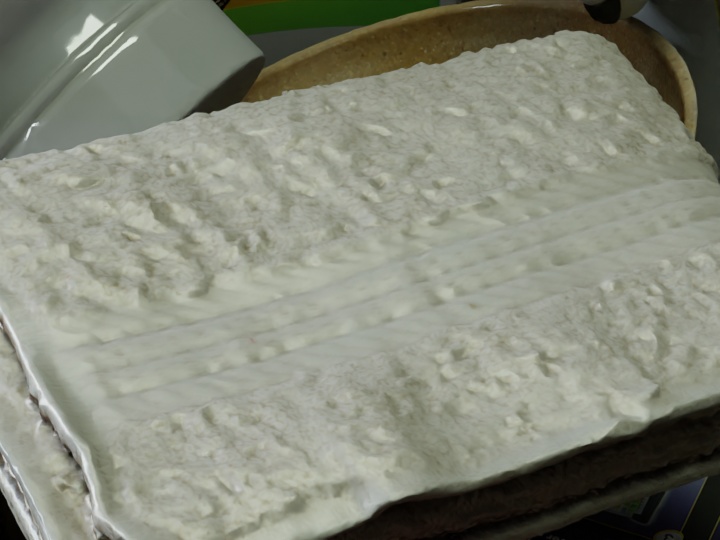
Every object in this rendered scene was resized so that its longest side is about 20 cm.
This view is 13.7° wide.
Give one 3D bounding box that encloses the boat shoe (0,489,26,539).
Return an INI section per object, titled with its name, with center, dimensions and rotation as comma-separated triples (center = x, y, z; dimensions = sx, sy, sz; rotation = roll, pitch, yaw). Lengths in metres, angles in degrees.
[boat shoe]
center = -0.109, 0.093, 0.706
dimensions = 0.065, 0.072, 0.200
rotation = -17, 28, 6

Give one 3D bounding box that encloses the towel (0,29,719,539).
[towel]
center = 0.004, 0.007, 0.668
dimensions = 0.200, 0.035, 0.133
rotation = -16, 48, -25

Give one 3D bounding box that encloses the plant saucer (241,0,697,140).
[plant saucer]
center = 0.000, 0.000, 0.794
dimensions = 0.200, 0.035, 0.200
rotation = -19, 32, 13

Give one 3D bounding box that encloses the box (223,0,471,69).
[box]
center = -0.065, -0.096, 0.936
dimensions = 0.199, 0.102, 0.113
rotation = 6, 36, 3

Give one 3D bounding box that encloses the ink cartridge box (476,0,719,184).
[ink cartridge box]
center = 0.143, -0.082, 0.864
dimensions = 0.200, 0.085, 0.145
rotation = -21, 17, 40

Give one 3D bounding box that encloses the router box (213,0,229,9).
[router box]
center = -0.152, -0.097, 0.835
dimensions = 0.200, 0.062, 0.150
rotation = 42, 86, 6

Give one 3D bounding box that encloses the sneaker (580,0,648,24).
[sneaker]
center = 0.092, -0.140, 0.843
dimensions = 0.115, 0.075, 0.200
rotation = -35, 23, 9

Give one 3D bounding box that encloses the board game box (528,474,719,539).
[board game box]
center = 0.117, 0.079, 0.755
dimensions = 0.199, 0.057, 0.165
rotation = 17, 40, 17

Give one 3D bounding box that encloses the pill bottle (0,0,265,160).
[pill bottle]
center = -0.123, -0.093, 0.744
dimensions = 0.200, 0.111, 0.111
rotation = 44, 45, 2
